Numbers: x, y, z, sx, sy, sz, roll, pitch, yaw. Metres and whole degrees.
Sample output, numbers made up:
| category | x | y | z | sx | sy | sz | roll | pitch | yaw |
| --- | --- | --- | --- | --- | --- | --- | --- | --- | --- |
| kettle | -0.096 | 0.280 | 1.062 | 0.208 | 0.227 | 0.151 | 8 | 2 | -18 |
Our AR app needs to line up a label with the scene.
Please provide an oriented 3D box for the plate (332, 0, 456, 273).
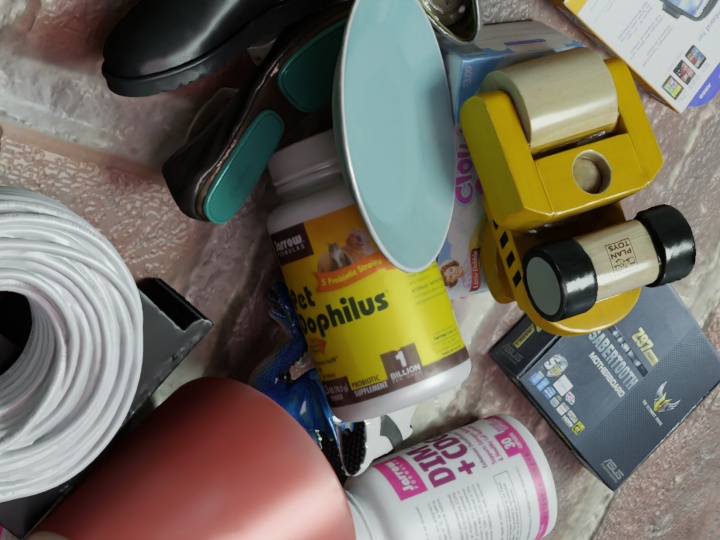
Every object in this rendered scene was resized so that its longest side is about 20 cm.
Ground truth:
| category | x | y | z | sx | sy | sz | roll | pitch | yaw |
| --- | --- | --- | --- | --- | --- | --- | --- | --- | --- |
| plate | 0.019 | -0.098 | 1.105 | 0.200 | 0.025 | 0.202 | -5 | 90 | -67 |

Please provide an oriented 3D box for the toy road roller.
| category | x | y | z | sx | sy | sz | roll | pitch | yaw |
| --- | --- | --- | --- | --- | --- | --- | --- | --- | --- |
| toy road roller | 0.142 | -0.050 | 1.213 | 0.122 | 0.146 | 0.201 | -17 | 87 | -24 |

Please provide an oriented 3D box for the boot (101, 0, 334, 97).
| category | x | y | z | sx | sy | sz | roll | pitch | yaw |
| --- | --- | --- | --- | --- | --- | --- | --- | --- | --- |
| boot | -0.100 | -0.223 | 1.061 | 0.198 | 0.073 | 0.163 | -32 | 131 | -23 |

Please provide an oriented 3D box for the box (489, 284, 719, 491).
| category | x | y | z | sx | sy | sz | roll | pitch | yaw |
| --- | --- | --- | --- | --- | --- | --- | --- | --- | --- |
| box | 0.225 | 0.082 | 1.452 | 0.158 | 0.051 | 0.200 | -45 | 130 | -5 |

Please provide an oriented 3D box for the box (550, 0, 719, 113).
| category | x | y | z | sx | sy | sz | roll | pitch | yaw |
| --- | --- | --- | --- | --- | --- | --- | --- | --- | --- |
| box | 0.241 | -0.214 | 1.306 | 0.200 | 0.041 | 0.119 | 34 | 95 | -42 |

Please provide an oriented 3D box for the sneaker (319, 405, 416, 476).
| category | x | y | z | sx | sy | sz | roll | pitch | yaw |
| --- | --- | --- | --- | --- | --- | --- | --- | --- | --- |
| sneaker | 0.014 | 0.064 | 1.306 | 0.080 | 0.074 | 0.201 | -19 | 130 | -42 |

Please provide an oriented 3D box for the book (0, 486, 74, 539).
| category | x | y | z | sx | sy | sz | roll | pitch | yaw |
| --- | --- | --- | --- | --- | --- | --- | --- | --- | --- |
| book | -0.307 | 0.220 | 1.184 | 0.199 | 0.048 | 0.134 | 4 | 120 | -36 |

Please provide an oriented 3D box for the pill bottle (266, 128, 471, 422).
| category | x | y | z | sx | sy | sz | roll | pitch | yaw |
| --- | --- | --- | --- | --- | --- | --- | --- | --- | --- |
| pill bottle | 0.000 | 0.000 | 1.183 | 0.109 | 0.109 | 0.201 | -20 | 91 | -22 |

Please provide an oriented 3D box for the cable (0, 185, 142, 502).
| category | x | y | z | sx | sy | sz | roll | pitch | yaw |
| --- | --- | --- | --- | --- | --- | --- | --- | --- | --- |
| cable | -0.234 | 0.047 | 1.014 | 0.199 | 0.069 | 0.201 | -18 | 117 | -25 |

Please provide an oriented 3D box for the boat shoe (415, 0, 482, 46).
| category | x | y | z | sx | sy | sz | roll | pitch | yaw |
| --- | --- | --- | --- | --- | --- | --- | --- | --- | --- |
| boat shoe | 0.038 | -0.240 | 1.139 | 0.072 | 0.066 | 0.201 | -33 | 129 | 1 |

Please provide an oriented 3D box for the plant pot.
| category | x | y | z | sx | sy | sz | roll | pitch | yaw |
| --- | --- | --- | --- | --- | --- | --- | --- | --- | --- |
| plant pot | -0.132 | 0.202 | 1.164 | 0.177 | 0.200 | 0.202 | -34 | 132 | -40 |

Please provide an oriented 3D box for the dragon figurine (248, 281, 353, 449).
| category | x | y | z | sx | sy | sz | roll | pitch | yaw |
| --- | --- | --- | --- | --- | --- | --- | --- | --- | --- |
| dragon figurine | -0.041 | 0.111 | 1.251 | 0.099 | 0.059 | 0.201 | -27 | 93 | 15 |

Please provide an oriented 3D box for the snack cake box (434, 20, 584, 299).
| category | x | y | z | sx | sy | sz | roll | pitch | yaw |
| --- | --- | --- | --- | --- | --- | --- | --- | --- | --- |
| snack cake box | 0.096 | -0.085 | 1.265 | 0.114 | 0.067 | 0.201 | -11 | 121 | -29 |

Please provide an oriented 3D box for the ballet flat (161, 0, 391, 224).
| category | x | y | z | sx | sy | sz | roll | pitch | yaw |
| --- | --- | --- | --- | --- | --- | --- | --- | --- | --- |
| ballet flat | -0.066 | -0.123 | 1.132 | 0.200 | 0.068 | 0.068 | -48 | 147 | -8 |

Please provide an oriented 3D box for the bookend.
| category | x | y | z | sx | sy | sz | roll | pitch | yaw |
| --- | --- | --- | --- | --- | --- | --- | --- | --- | --- |
| bookend | -0.242 | 0.039 | 1.104 | 0.199 | 0.092 | 0.200 | -49 | 126 | -6 |

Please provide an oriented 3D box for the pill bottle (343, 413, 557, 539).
| category | x | y | z | sx | sy | sz | roll | pitch | yaw |
| --- | --- | --- | --- | --- | --- | --- | --- | --- | --- |
| pill bottle | 0.054 | 0.204 | 1.371 | 0.199 | 0.113 | 0.114 | -19 | 124 | -23 |
